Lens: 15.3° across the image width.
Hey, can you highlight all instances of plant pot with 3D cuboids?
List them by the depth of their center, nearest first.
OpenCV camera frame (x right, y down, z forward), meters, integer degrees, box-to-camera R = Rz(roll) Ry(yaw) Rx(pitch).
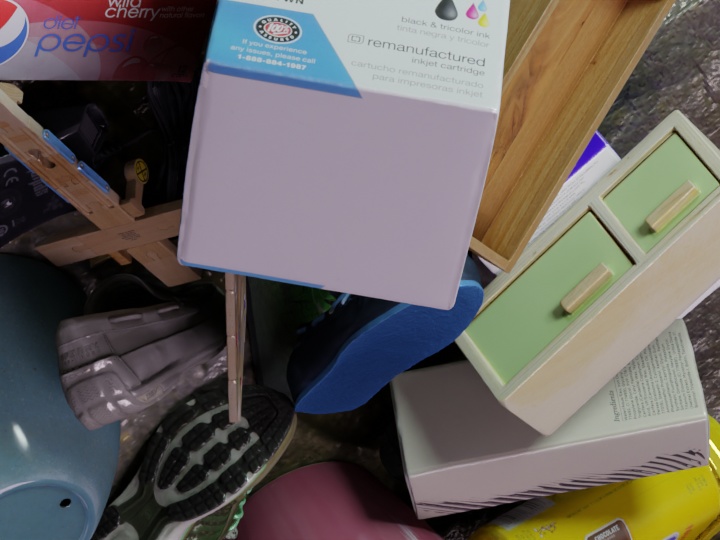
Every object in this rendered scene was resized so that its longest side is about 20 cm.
[{"bbox_3d":[-0.221,0.110,1.566,0.199,0.135,0.201,-18,137,-18],"label":"plant pot"},{"bbox_3d":[-0.004,0.234,1.798,0.199,0.179,0.201,-18,137,-18],"label":"plant pot"}]

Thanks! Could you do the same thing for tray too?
[{"bbox_3d":[0.104,-0.107,1.603,0.099,0.037,0.200,32,90,-48],"label":"tray"}]

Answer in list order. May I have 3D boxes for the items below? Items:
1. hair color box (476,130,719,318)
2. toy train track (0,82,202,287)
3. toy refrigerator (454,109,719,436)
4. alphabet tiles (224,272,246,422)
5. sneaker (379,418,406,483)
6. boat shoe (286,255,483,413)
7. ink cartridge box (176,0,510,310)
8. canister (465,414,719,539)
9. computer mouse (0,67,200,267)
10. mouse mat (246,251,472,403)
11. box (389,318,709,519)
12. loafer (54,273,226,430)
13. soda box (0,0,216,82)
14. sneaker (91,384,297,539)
[{"bbox_3d":[0.144,-0.018,1.739,0.109,0.065,0.200,-40,139,5],"label":"hair color box"},{"bbox_3d":[-0.148,-0.053,1.464,0.114,0.033,0.200,-13,146,26],"label":"toy train track"},{"bbox_3d":[0.154,0.001,1.656,0.200,0.076,0.070,-43,140,9],"label":"toy refrigerator"},{"bbox_3d":[-0.070,-0.020,1.523,0.006,0.167,0.201,1,131,0],"label":"alphabet tiles"},{"bbox_3d":[0.105,0.123,1.848,0.199,0.076,0.088,-15,142,-22],"label":"sneaker"},{"bbox_3d":[0.002,0.025,1.625,0.084,0.069,0.200,6,154,-34],"label":"boat shoe"},{"bbox_3d":[-0.004,-0.110,1.374,0.146,0.201,0.146,9,137,-2],"label":"ink cartridge box"},{"bbox_3d":[0.159,0.190,1.881,0.199,0.087,0.149,-25,163,-31],"label":"canister"},{"bbox_3d":[-0.178,-0.046,1.519,0.199,0.046,0.141,-29,144,-15],"label":"computer mouse"},{"bbox_3d":[0.000,0.000,1.706,0.160,0.008,0.201,-22,137,-15],"label":"mouse mat"},{"bbox_3d":[0.124,0.098,1.748,0.199,0.082,0.068,-10,148,3],"label":"box"},{"bbox_3d":[-0.124,0.032,1.556,0.070,0.070,0.200,-22,-174,16],"label":"loafer"},{"bbox_3d":[-0.178,-0.143,1.398,0.199,0.070,0.064,-3,130,-32],"label":"soda box"},{"bbox_3d":[-0.104,0.149,1.744,0.200,0.077,0.088,-45,152,20],"label":"sneaker"}]
